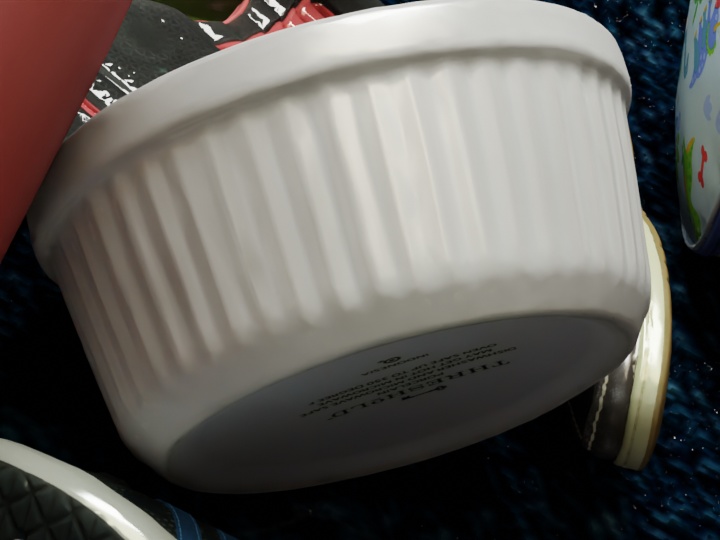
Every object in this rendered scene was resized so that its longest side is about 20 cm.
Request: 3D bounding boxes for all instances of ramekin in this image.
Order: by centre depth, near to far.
[{"bbox_3d":[0.000,0.000,0.869,0.201,0.202,0.095,-7,70,-26],"label":"ramekin"}]

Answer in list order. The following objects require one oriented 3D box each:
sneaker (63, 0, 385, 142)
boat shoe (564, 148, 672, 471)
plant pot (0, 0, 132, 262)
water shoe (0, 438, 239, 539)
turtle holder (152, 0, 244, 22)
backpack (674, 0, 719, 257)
[{"bbox_3d":[-0.057,-0.044,0.951,0.074,0.087,0.200,43,34,21],"label":"sneaker"},{"bbox_3d":[0.068,-0.004,0.991,0.064,0.074,0.201,4,36,-9],"label":"boat shoe"},{"bbox_3d":[-0.159,-0.083,0.799,0.200,0.178,0.200,36,1,-1],"label":"plant pot"},{"bbox_3d":[-0.046,0.113,0.843,0.199,0.072,0.079,31,17,13],"label":"water shoe"},{"bbox_3d":[-0.052,-0.177,1.066,0.140,0.132,0.186,16,44,-3],"label":"turtle holder"},{"bbox_3d":[0.193,-0.060,1.010,0.146,0.184,0.201,3,53,-6],"label":"backpack"}]
